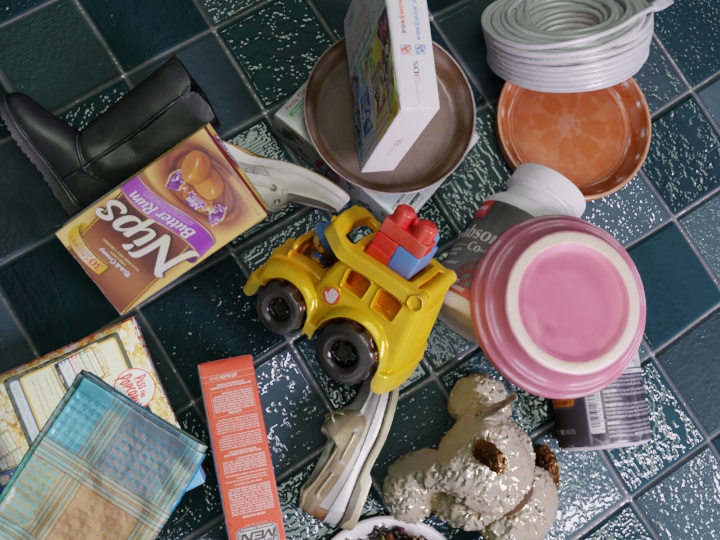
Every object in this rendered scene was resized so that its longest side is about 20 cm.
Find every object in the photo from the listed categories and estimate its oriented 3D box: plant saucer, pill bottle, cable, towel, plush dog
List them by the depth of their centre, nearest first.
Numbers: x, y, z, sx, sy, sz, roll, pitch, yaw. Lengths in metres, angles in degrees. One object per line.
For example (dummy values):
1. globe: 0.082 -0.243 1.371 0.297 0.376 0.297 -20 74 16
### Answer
1. towel: -0.254 0.214 0.841 0.146 0.022 0.200 32 78 -2
2. plant saucer: 0.219 0.036 0.966 0.200 0.051 0.201 2 82 -12
3. plush dog: 0.153 0.236 0.993 0.172 0.160 0.200 48 70 -22
4. plant saucer: 0.033 -0.181 1.038 0.200 0.032 0.201 1 80 -8
5. pill bottle: 0.269 0.103 1.047 0.106 0.106 0.201 -5 80 -9
6. pill bottle: 0.170 -0.018 1.049 0.116 0.116 0.200 35 77 -1
7. cable: 0.247 -0.285 1.085 0.200 0.069 0.200 23 50 33
8. plant saucer: 0.265 -0.183 1.134 0.200 0.032 0.201 2 79 -8

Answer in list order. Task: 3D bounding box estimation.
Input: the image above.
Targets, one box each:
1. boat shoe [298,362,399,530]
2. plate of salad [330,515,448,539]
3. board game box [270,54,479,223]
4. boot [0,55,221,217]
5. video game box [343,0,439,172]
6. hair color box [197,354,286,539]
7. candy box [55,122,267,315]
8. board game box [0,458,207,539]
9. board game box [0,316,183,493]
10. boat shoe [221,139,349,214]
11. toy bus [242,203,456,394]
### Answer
1. boat shoe: -0.010 0.183 1.009 0.068 0.075 0.200 20 76 -5
2. plate of salad: 0.033 0.375 0.995 0.199 0.048 0.201 1 80 -7
3. board game box: 0.016 -0.163 1.080 0.200 0.064 0.148 41 76 -1
4. boot: -0.280 -0.178 1.012 0.200 0.066 0.165 -33 97 8
5. video game box: 0.027 -0.216 0.926 0.047 0.200 0.183 -2 80 -11
6. hair color box: -0.129 0.197 0.977 0.061 0.102 0.201 -10 83 -9
7. candy box: -0.215 -0.056 0.989 0.200 0.056 0.117 -34 106 7
8. board game box: -0.257 0.239 0.925 0.200 0.153 0.040 -25 85 -11
9. board game box: -0.310 0.160 0.985 0.200 0.046 0.152 -23 84 -11
10. boat shoe: -0.113 -0.094 1.049 0.199 0.071 0.069 18 78 5
11. toy bus: 0.000 0.000 0.961 0.200 0.136 0.192 34 120 14
